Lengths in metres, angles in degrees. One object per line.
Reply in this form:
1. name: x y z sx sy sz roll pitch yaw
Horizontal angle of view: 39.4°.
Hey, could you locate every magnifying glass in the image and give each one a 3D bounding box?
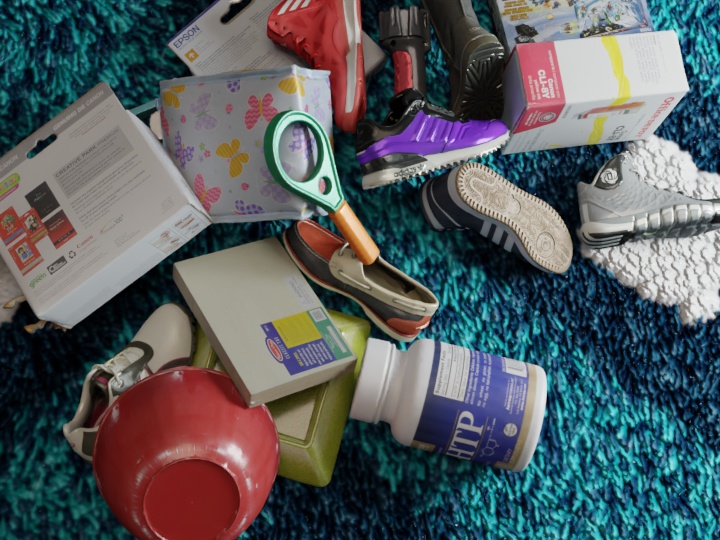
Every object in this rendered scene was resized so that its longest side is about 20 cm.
1. magnifying glass: -0.037 -0.084 1.071 0.080 0.022 0.201 -55 129 -29

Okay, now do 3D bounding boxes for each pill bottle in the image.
1. pill bottle: 0.094 0.141 1.105 0.198 0.120 0.121 13 73 0

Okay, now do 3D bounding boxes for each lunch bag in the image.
1. lunch bag: -0.133 -0.140 1.139 0.198 0.127 0.172 -2 96 21

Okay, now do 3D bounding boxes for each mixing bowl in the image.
1. mixing bowl: -0.174 0.212 1.022 0.198 0.108 0.202 -3 106 -11

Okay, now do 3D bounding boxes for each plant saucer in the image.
1. plant saucer: -0.104 0.119 1.133 0.198 0.048 0.202 16 73 0

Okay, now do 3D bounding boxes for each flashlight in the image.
1. flashlight: 0.049 -0.215 1.217 0.067 0.067 0.202 -8 83 38

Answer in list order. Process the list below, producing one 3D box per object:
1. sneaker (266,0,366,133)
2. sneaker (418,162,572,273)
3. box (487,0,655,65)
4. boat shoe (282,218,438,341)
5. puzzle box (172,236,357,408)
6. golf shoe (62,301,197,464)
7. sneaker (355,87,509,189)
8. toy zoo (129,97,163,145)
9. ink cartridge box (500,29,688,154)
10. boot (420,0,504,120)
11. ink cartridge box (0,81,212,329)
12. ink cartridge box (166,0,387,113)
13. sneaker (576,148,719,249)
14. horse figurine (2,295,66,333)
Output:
1. sneaker: -0.053 -0.250 1.201 0.114 0.079 0.202 -3 63 3
2. sneaker: 0.158 -0.058 1.204 0.199 0.108 0.071 34 68 -26
3. box: 0.274 -0.314 1.297 0.198 0.040 0.138 -9 73 -7
4. boat shoe: 0.000 0.000 1.158 0.199 0.063 0.071 38 43 5
5. puzzle box: -0.107 0.051 1.103 0.132 0.026 0.201 -15 52 -29
6. golf shoe: -0.246 0.117 1.093 0.077 0.088 0.201 14 68 28
7. sneaker: 0.081 -0.164 1.150 0.199 0.069 0.100 -19 93 -25
8. toy zoo: -0.263 -0.131 1.208 0.199 0.020 0.132 -25 77 -11
9. ink cartridge box: 0.271 -0.212 1.211 0.198 0.145 0.084 -7 75 -7
10. boot: 0.114 -0.276 1.243 0.072 0.183 0.201 -11 49 -19
11. ink cartridge box: -0.293 -0.071 1.083 0.199 0.084 0.176 -36 76 1
12. ink cartridge box: -0.103 -0.267 1.251 0.196 0.043 0.200 -43 81 -13
13. sneaker: 0.357 -0.099 1.223 0.198 0.075 0.117 -8 72 -6
14. horse figurine: -0.372 -0.018 1.152 0.132 0.050 0.200 -42 79 -9
